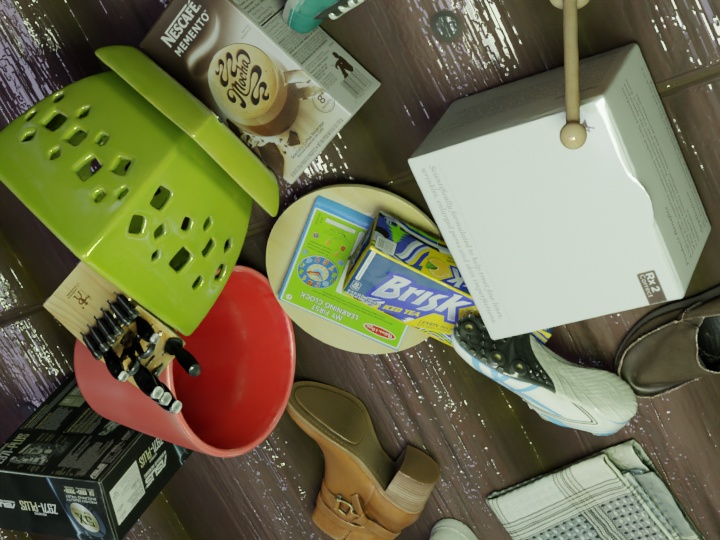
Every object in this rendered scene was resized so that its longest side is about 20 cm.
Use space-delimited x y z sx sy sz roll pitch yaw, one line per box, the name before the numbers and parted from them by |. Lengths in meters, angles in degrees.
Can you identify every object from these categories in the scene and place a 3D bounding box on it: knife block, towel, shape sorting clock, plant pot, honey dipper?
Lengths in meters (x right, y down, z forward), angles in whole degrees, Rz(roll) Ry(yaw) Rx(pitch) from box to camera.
knife block | -0.212 0.072 1.477 0.175 0.200 0.064 42 88 13
towel | 0.259 0.284 1.621 0.199 0.035 0.193 -29 104 35
shape sorting clock | 0.000 0.000 1.568 0.199 0.039 0.201 6 119 10
plant pot | -0.207 -0.087 1.473 0.200 0.182 0.199 41 178 34
plant pot | -0.196 0.094 1.636 0.177 0.200 0.201 -1 119 39
honey dipper | 0.174 -0.187 1.280 0.038 0.201 0.038 4 150 2

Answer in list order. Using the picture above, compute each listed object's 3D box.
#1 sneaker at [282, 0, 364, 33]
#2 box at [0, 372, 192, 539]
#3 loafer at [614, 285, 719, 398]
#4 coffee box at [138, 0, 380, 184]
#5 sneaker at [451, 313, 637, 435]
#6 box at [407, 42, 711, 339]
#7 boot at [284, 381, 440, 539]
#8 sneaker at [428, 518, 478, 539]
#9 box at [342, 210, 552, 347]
sneaker | 0.009 -0.270 1.379 0.080 0.071 0.200 46 124 -3
box | -0.303 0.208 1.737 0.163 0.200 0.087 3 120 24
loafer | 0.314 0.066 1.439 0.073 0.071 0.200 46 127 -7
coffee box | -0.097 -0.198 1.469 0.200 0.080 0.113 42 128 -3
sneaker | 0.169 0.106 1.464 0.199 0.072 0.073 27 136 -13
box | 0.183 -0.068 1.384 0.199 0.131 0.200 -15 111 31
boot | -0.021 0.222 1.703 0.199 0.077 0.156 30 131 -3
sneaker | 0.131 0.384 1.693 0.074 0.116 0.200 -36 101 35
box | 0.087 0.024 1.499 0.199 0.064 0.070 26 128 -8
